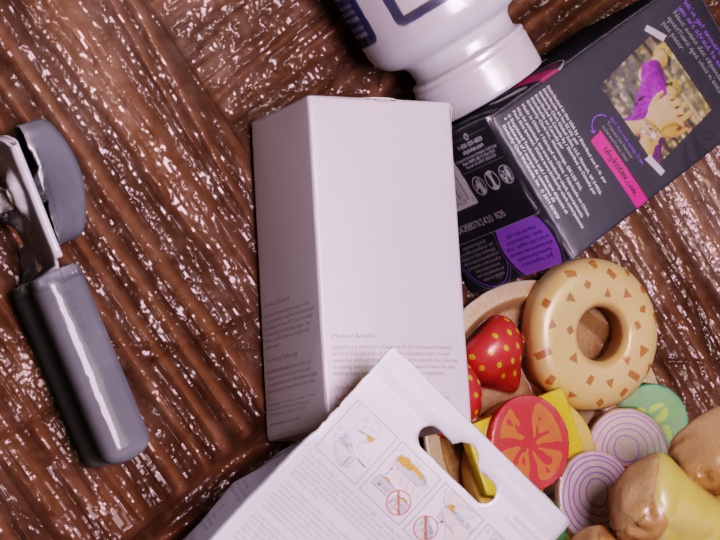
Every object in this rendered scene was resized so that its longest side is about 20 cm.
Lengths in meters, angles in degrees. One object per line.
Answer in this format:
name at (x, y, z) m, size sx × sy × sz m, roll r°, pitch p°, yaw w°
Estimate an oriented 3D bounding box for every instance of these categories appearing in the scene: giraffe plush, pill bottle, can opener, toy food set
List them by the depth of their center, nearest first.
can opener at (-0.162, 0.011, 1.284) m, size 0.067 × 0.053 × 0.201 m, roll -25°, pitch 94°, yaw -31°
giraffe plush at (0.243, 0.208, 1.384) m, size 0.173 × 0.162 × 0.200 m, roll -51°, pitch 141°, yaw 8°
pill bottle at (0.031, -0.197, 1.406) m, size 0.111 × 0.111 × 0.201 m, roll -35°, pitch 99°, yaw -31°
toy food set at (0.128, 0.102, 1.440) m, size 0.199 × 0.049 × 0.200 m, roll -20°, pitch 91°, yaw -32°

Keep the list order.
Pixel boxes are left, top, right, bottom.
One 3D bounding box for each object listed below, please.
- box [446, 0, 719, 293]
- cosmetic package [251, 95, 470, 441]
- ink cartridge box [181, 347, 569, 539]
box at (0.143, -0.089, 1.443) m, size 0.200 × 0.122 × 0.107 m, roll -36°, pitch 98°, yaw -31°
cosmetic package at (0.000, 0.000, 1.363) m, size 0.107 × 0.085 × 0.202 m, roll 3°, pitch 78°, yaw -29°
ink cartridge box at (-0.002, 0.165, 1.308) m, size 0.162 × 0.050 × 0.200 m, roll 44°, pitch 85°, yaw -16°
